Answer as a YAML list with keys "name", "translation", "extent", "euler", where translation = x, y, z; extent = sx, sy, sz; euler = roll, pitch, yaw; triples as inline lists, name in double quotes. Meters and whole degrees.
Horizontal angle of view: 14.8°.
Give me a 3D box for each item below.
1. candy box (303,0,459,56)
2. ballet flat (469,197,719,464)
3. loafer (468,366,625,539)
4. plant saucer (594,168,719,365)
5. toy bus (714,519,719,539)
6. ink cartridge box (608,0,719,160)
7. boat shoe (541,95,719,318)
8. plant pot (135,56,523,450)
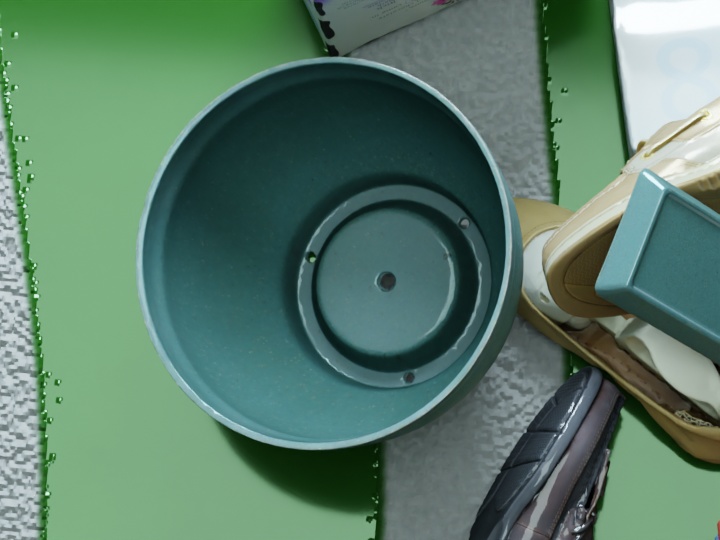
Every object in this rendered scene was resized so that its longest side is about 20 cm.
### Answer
- name: "candy box"
  translation: [0.037, -0.203, 1.471]
  extent: [0.168, 0.200, 0.072]
  euler: [-25, 77, -2]
- name: "ballet flat"
  translation: [0.141, 0.024, 1.486]
  extent: [0.200, 0.063, 0.069]
  euler: [39, 83, 11]
- name: "loafer"
  translation: [0.091, 0.148, 1.466]
  extent: [0.063, 0.072, 0.200]
  euler: [34, 77, -10]
- name: "plant saucer"
  translation: [0.205, 0.019, 1.437]
  extent: [0.200, 0.019, 0.070]
  euler: [29, 79, -36]
- name: "toy bus"
  translation: [0.212, 0.193, 1.382]
  extent: [0.136, 0.200, 0.192]
  euler: [-2, 70, 3]
- name: "ink cartridge box"
  translation: [0.215, -0.165, 1.527]
  extent: [0.160, 0.047, 0.200]
  euler: [-7, 80, 3]
- name: "boat shoe"
  translation: [0.178, -0.046, 1.457]
  extent: [0.200, 0.074, 0.069]
  euler: [-29, 38, -5]
- name: "plant pot"
  translation: [0.000, 0.000, 1.456]
  extent: [0.200, 0.134, 0.201]
  euler: [-3, 81, 18]
